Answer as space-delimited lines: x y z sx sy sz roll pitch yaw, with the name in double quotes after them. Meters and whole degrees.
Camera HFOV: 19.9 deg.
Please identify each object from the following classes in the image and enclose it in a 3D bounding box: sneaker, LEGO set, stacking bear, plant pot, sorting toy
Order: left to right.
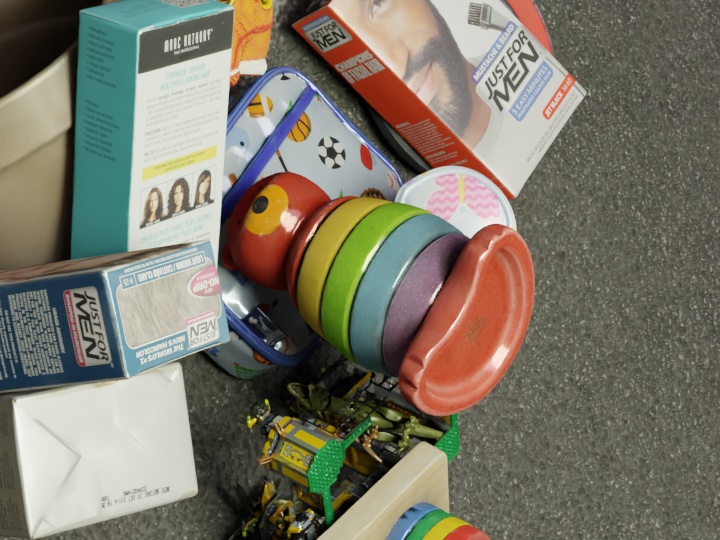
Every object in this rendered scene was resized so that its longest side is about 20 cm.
-0.202 -0.062 1.260 0.200 0.199 0.174 -50 126 -34 "plant pot"
-0.103 -0.159 1.332 0.072 0.200 0.078 7 102 5 "sneaker"
-0.023 0.100 1.381 0.200 0.115 0.154 -48 145 -28 "LEGO set"
0.000 0.000 1.301 0.122 0.199 0.114 -60 151 -5 "stacking bear"
0.013 0.252 1.344 0.200 0.069 0.200 -40 140 -36 "sorting toy"

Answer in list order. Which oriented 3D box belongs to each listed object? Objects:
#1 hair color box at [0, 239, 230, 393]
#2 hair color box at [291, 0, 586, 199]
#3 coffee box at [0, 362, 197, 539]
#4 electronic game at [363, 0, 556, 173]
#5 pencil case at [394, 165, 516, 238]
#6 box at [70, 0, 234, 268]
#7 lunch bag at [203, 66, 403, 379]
-0.183 0.030 1.138 0.100 0.199 0.061 -21 101 -58 "hair color box"
0.060 -0.154 1.504 0.200 0.064 0.111 43 65 -17 "hair color box"
-0.199 0.102 1.197 0.114 0.199 0.080 -10 93 -40 "coffee box"
0.076 -0.160 1.575 0.199 0.042 0.202 10 74 -36 "electronic game"
0.066 -0.013 1.439 0.091 0.200 0.083 43 86 10 "pencil case"
-0.122 -0.055 1.187 0.082 0.049 0.201 -23 126 -49 "box"
-0.069 -0.034 1.415 0.160 0.075 0.200 46 55 -18 "lunch bag"
